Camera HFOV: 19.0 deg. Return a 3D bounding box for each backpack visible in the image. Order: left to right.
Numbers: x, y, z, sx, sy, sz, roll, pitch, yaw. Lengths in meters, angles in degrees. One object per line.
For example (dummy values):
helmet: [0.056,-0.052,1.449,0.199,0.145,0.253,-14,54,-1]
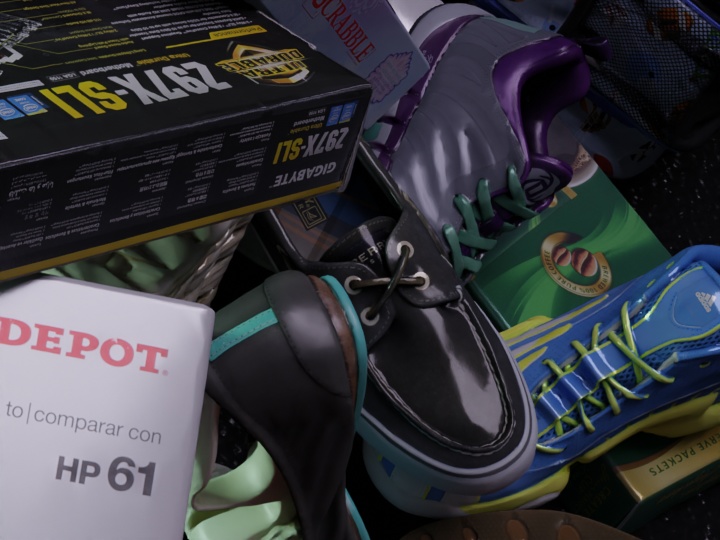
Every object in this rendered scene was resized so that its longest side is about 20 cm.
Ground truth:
backpack: [0.131,-0.154,1.088,0.190,0.154,0.200,44,30,4]

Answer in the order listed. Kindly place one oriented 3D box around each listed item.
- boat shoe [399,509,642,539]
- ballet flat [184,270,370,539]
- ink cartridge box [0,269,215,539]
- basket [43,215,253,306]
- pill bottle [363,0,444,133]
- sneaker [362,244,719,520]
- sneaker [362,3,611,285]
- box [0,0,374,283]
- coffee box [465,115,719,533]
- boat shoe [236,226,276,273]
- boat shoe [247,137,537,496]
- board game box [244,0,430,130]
boat shoe: [0.105,0.146,0.872,0.199,0.068,0.072,6,51,-5]
ballet flat: [-0.033,0.074,0.782,0.068,0.200,0.068,-22,50,-13]
ink cartridge box: [-0.135,0.097,0.665,0.144,0.085,0.201,11,75,-16]
basket: [-0.152,-0.026,0.821,0.200,0.123,0.136,36,42,3]
pill bottle: [-0.056,-0.152,1.000,0.200,0.111,0.111,42,44,7]
sneaker: [0.096,0.034,0.879,0.199,0.105,0.076,-19,65,-25]
sneaker: [0.036,-0.024,0.909,0.074,0.087,0.201,43,64,-51]
box: [-0.119,-0.065,0.704,0.160,0.049,0.200,36,33,28]
coffee box: [0.098,0.020,0.992,0.123,0.044,0.200,-19,64,-39]
boat shoe: [-0.103,-0.060,0.928,0.200,0.075,0.068,39,62,2]
boat shoe: [0.000,0.000,0.845,0.069,0.057,0.200,-31,68,-12]
board game box: [-0.071,-0.162,0.826,0.200,0.041,0.200,48,1,20]
